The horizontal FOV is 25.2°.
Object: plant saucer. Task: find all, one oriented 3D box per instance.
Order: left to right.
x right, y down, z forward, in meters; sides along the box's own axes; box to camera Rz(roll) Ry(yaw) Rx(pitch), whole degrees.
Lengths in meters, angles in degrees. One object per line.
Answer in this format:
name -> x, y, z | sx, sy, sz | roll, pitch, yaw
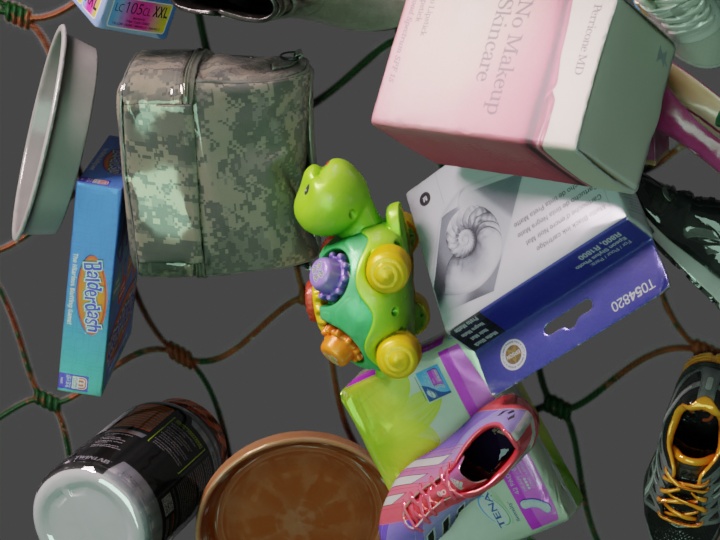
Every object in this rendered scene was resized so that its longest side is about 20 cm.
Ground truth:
plant saucer -> -0.057, 0.240, 1.532 | 0.199, 0.032, 0.202 | -2, 113, -5

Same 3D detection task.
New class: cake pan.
cake pan -> -0.277, -0.121, 1.464 | 0.036, 0.201, 0.201 | 12, 114, -17

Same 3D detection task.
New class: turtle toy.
turtle toy -> 0.000, 0.000, 1.400 | 0.100, 0.146, 0.201 | -6, 106, 9

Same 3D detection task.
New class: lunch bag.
lunch bag -> -0.119, -0.094, 1.430 | 0.166, 0.139, 0.201 | 0, 110, 3

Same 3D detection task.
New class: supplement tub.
supplement tub -> -0.209, 0.200, 1.521 | 0.122, 0.200, 0.123 | 7, 109, 20

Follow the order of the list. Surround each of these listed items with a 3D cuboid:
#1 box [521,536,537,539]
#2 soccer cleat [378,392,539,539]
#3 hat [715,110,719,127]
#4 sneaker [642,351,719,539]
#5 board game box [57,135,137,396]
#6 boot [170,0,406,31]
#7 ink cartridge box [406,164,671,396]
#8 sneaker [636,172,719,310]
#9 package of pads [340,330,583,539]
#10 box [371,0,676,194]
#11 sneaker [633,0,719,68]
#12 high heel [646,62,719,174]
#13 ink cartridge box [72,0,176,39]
box -> 0.179, 0.380, 1.488 | 0.176, 0.097, 0.201 | 29, 113, 13
soccer cleat -> 0.078, 0.184, 1.399 | 0.067, 0.076, 0.200 | 45, 114, 2
hat -> 0.293, -0.235, 1.238 | 0.176, 0.199, 0.166 | 50, 152, 13
sneaker -> 0.283, 0.173, 1.393 | 0.078, 0.077, 0.201 | 9, 111, 16
board game box -> -0.236, -0.007, 1.491 | 0.045, 0.152, 0.201 | 9, 111, -1
boot -> -0.053, -0.228, 1.364 | 0.199, 0.131, 0.068 | 9, 113, 18
ink cartridge box -> 0.140, -0.028, 1.339 | 0.199, 0.040, 0.201 | -36, 58, 31
sneaker -> 0.291, -0.036, 1.339 | 0.200, 0.076, 0.088 | 44, 97, 2
package of pads -> 0.088, 0.160, 1.467 | 0.154, 0.068, 0.201 | -26, 95, 25
box -> 0.128, -0.148, 1.279 | 0.199, 0.109, 0.129 | 11, 82, 38
sneaker -> 0.238, -0.222, 1.251 | 0.076, 0.081, 0.200 | -21, 131, 25
high heel -> 0.300, -0.126, 1.298 | 0.199, 0.067, 0.097 | 15, 122, 30
ink cartridge box -> -0.194, -0.323, 1.390 | 0.136, 0.076, 0.201 | 46, 120, 39
